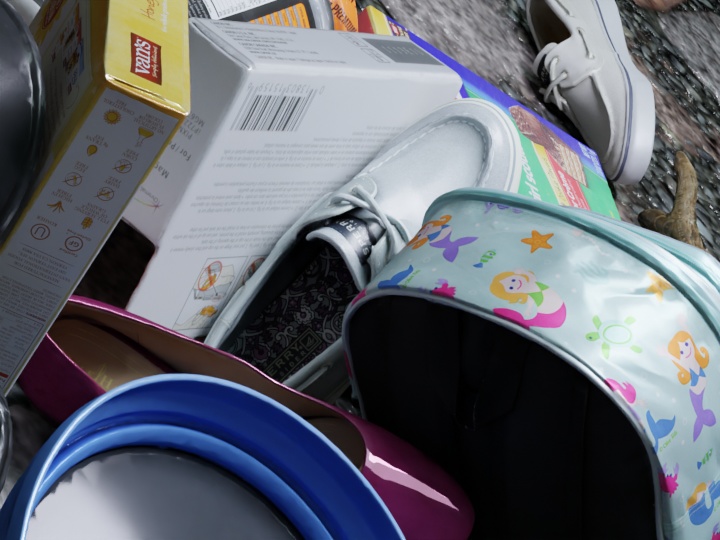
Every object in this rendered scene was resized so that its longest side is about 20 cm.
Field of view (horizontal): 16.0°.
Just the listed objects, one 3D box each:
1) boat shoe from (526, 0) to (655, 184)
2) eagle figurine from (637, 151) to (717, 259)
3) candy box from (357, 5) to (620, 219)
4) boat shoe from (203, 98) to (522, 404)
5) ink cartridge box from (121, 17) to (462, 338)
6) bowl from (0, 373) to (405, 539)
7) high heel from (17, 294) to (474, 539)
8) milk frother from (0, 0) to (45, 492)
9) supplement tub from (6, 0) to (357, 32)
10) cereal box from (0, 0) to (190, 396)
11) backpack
[{"bbox_3d":[0.156,-0.135,1.820,0.069,0.071,0.201,7,42,-16],"label":"boat shoe"},{"bbox_3d":[0.227,0.054,1.591,0.152,0.150,0.201,-50,135,-28],"label":"eagle figurine"},{"bbox_3d":[0.066,-0.040,1.489,0.199,0.077,0.170,29,30,-33],"label":"candy box"},{"bbox_3d":[-0.001,0.000,1.157,0.070,0.201,0.072,40,-4,15],"label":"boat shoe"},{"bbox_3d":[-0.050,-0.027,1.174,0.043,0.174,0.200,37,19,23],"label":"ink cartridge box"},{"bbox_3d":[-0.053,0.139,0.944,0.200,0.039,0.202,24,51,-33],"label":"bowl"},{"bbox_3d":[-0.048,0.065,1.037,0.199,0.096,0.068,15,68,5],"label":"high heel"},{"bbox_3d":[-0.208,-0.018,0.860,0.188,0.181,0.200,19,26,-51],"label":"milk frother"},{"bbox_3d":[-0.098,-0.099,1.192,0.200,0.123,0.123,-24,71,-48],"label":"supplement tub"},{"bbox_3d":[-0.129,-0.031,0.995,0.039,0.200,0.144,24,31,-21],"label":"cereal box"},{"bbox_3d":[0.086,0.057,1.110,0.177,0.151,0.201,20,-34,32],"label":"backpack"}]
